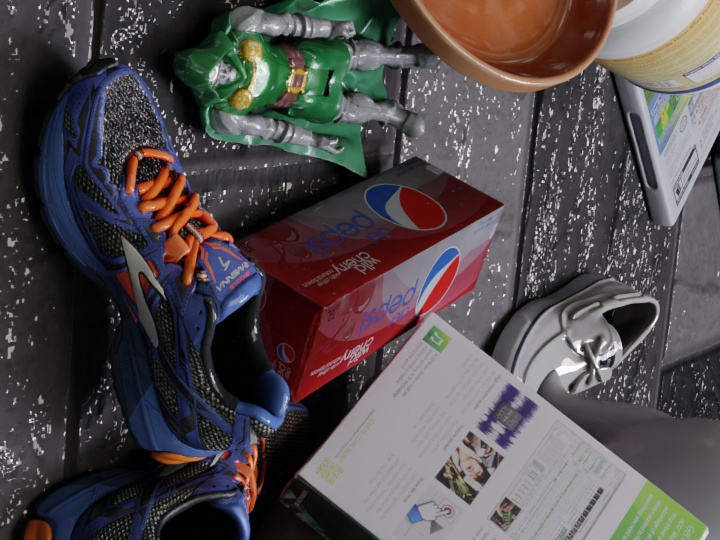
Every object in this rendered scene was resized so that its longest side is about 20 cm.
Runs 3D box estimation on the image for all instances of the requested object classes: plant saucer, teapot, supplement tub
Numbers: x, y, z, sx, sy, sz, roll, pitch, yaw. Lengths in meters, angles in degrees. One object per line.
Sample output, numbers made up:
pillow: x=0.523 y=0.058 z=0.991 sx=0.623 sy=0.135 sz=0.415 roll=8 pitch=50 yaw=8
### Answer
plant saucer: x=0.071 y=-0.198 z=1.026 sx=0.200 sy=0.032 sz=0.201 roll=14 pitch=68 yaw=-38
teapot: x=0.170 y=0.188 z=1.099 sx=0.200 sy=0.145 sz=0.198 roll=-83 pitch=169 yaw=-66
supplement tub: x=0.187 y=-0.203 z=1.184 sx=0.200 sy=0.144 sz=0.145 roll=12 pitch=90 yaw=-60

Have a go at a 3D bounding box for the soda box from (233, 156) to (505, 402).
soda box: x=0.000 y=0.000 z=0.995 sx=0.200 sy=0.070 sz=0.064 roll=-29 pitch=144 yaw=-52

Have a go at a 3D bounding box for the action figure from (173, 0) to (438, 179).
action figure: x=-0.030 y=-0.102 z=0.943 sx=0.200 sy=0.055 sz=0.119 roll=-6 pitch=107 yaw=-55

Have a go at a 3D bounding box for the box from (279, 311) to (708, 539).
box: x=0.075 y=0.133 z=0.965 sx=0.144 sy=0.200 sz=0.036 roll=-47 pitch=172 yaw=-38

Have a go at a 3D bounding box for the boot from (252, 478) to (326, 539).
boot: x=-0.033 y=0.214 z=1.033 sx=0.146 sy=0.070 sz=0.201 roll=-44 pitch=144 yaw=-57

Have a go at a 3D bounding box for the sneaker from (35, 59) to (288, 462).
sneaker: x=-0.083 y=-0.005 z=0.823 sx=0.075 sy=0.078 sz=0.201 roll=-43 pitch=122 yaw=-46

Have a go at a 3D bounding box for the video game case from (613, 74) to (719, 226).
video game case: x=0.267 y=-0.169 z=1.456 sx=0.200 sy=0.022 sz=0.183 roll=-59 pitch=145 yaw=-29

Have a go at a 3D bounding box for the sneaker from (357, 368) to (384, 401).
sneaker: x=0.032 y=0.134 z=1.006 sx=0.071 sy=0.073 sz=0.200 roll=24 pitch=36 yaw=-44

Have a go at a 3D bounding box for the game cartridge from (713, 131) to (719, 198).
game cartridge: x=0.381 y=-0.132 z=1.652 sx=0.200 sy=0.040 sz=0.134 roll=-57 pitch=147 yaw=-33

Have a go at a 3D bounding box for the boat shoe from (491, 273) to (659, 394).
boat shoe: x=0.158 y=0.057 z=1.301 sx=0.200 sy=0.066 sz=0.072 roll=-25 pitch=121 yaw=-55

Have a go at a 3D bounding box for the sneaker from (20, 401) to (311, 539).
sneaker: x=-0.080 y=0.120 z=0.902 sx=0.200 sy=0.078 sz=0.076 roll=-36 pitch=130 yaw=-50
